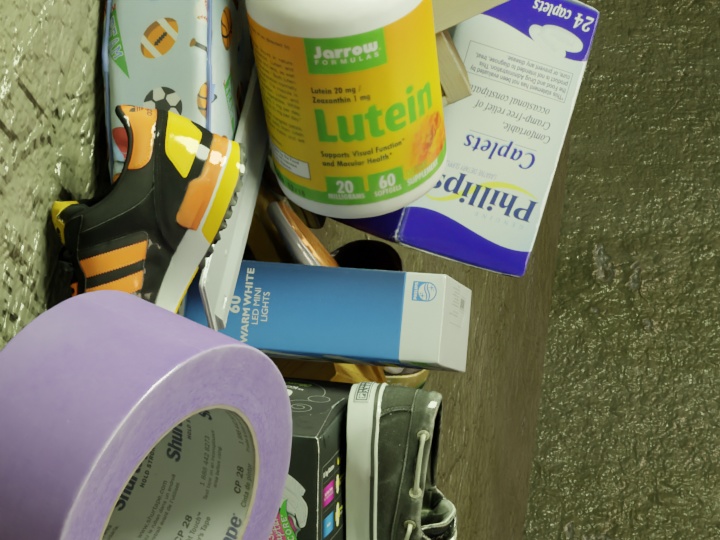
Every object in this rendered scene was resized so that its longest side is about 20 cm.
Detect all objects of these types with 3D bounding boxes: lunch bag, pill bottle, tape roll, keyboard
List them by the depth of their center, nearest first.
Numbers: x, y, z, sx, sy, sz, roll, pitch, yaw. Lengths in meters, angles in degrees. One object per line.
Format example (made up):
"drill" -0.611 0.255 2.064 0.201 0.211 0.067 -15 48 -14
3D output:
"tape roll" -0.125 0.117 0.921 0.200 0.085 0.201 -40 141 -42
"pill bottle" -0.010 -0.141 1.084 0.111 0.111 0.201 -71 158 -49
"keyboard" -0.073 -0.058 1.099 0.056 0.011 0.201 75 22 -54
"lunch bag" -0.103 -0.128 1.114 0.160 0.075 0.201 -9 104 -79

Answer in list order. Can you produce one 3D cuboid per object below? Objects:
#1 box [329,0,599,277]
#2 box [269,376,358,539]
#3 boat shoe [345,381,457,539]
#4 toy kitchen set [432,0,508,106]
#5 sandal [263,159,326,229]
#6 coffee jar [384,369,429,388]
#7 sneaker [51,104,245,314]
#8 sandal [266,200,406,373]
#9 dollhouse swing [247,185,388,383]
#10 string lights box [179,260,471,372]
"box" 0.068 -0.113 1.328 0.184 0.105 0.201 -156 -99 -70
"box" -0.081 0.175 1.132 0.124 0.148 0.201 -41 133 -72
"boat shoe" 0.027 0.163 1.124 0.071 0.063 0.201 -68 158 -60
"toy kitchen set" 0.030 -0.236 1.207 0.181 0.163 0.200 -95 160 -58
"sandal" -0.055 -0.092 1.372 0.201 0.057 0.080 83 26 -62
"coffee jar" 0.009 0.140 1.616 0.085 0.104 0.201 -51 143 -73
"sneaker" -0.143 0.002 1.015 0.201 0.090 0.070 -63 -167 5
"sandal" 0.003 0.005 1.313 0.207 0.059 0.079 50 8 -51
"dollhouse swing" -0.085 0.058 1.337 0.182 0.176 0.200 -44 166 3
"string lights box" -0.035 0.028 1.172 0.103 0.199 0.059 26 68 -75
